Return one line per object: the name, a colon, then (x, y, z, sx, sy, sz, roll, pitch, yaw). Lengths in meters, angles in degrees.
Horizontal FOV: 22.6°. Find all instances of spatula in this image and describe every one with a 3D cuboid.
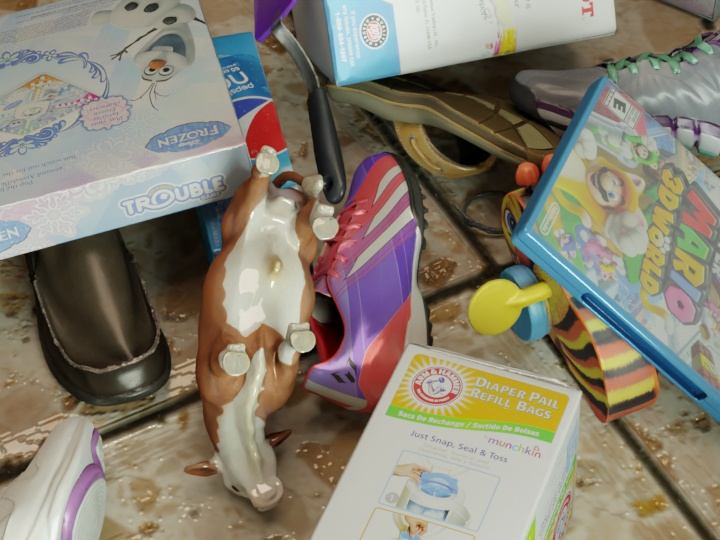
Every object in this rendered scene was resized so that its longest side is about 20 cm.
spatula: (-0.038, -0.129, 1.175, 0.020, 0.057, 0.201, 5, 56, -39)

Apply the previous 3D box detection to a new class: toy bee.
toy bee: (0.111, -0.008, 1.083, 0.200, 0.109, 0.131, 36, 59, 30)

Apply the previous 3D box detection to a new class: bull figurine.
bull figurine: (-0.056, 0.030, 1.011, 0.065, 0.121, 0.201, 8, 71, -13)

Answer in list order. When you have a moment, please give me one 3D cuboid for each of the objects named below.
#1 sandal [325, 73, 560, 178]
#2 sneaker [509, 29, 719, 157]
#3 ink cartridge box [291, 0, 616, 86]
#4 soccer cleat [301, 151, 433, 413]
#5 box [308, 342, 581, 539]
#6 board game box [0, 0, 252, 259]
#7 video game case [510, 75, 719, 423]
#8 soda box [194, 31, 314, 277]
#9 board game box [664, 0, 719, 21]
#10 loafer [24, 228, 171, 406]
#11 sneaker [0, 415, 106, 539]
sandal: (0.053, -0.092, 1.197, 0.199, 0.054, 0.080, 22, 19, 40)
sneaker: (0.200, -0.128, 1.182, 0.199, 0.088, 0.074, 10, 20, -5)
ink cartridge box: (0.055, -0.228, 1.232, 0.199, 0.147, 0.146, -11, 20, -10)
soccer cleat: (0.000, 0.000, 1.098, 0.073, 0.068, 0.201, 10, 49, -15)
box: (0.037, 0.153, 0.931, 0.101, 0.113, 0.200, 14, 49, 17)
board game box: (-0.182, -0.098, 1.129, 0.199, 0.044, 0.199, -15, 42, -5)
video game case: (0.189, -0.005, 1.061, 0.200, 0.018, 0.143, 40, 50, -11)
soda box: (-0.079, -0.064, 1.167, 0.064, 0.068, 0.201, -11, 48, -8)
board game box: (0.188, -0.302, 1.290, 0.199, 0.200, 0.041, 28, 51, 24)
loafer: (-0.174, 0.000, 1.108, 0.073, 0.072, 0.200, -20, 49, -15)
sneaker: (-0.201, 0.153, 0.964, 0.099, 0.075, 0.200, 13, 49, 12)
